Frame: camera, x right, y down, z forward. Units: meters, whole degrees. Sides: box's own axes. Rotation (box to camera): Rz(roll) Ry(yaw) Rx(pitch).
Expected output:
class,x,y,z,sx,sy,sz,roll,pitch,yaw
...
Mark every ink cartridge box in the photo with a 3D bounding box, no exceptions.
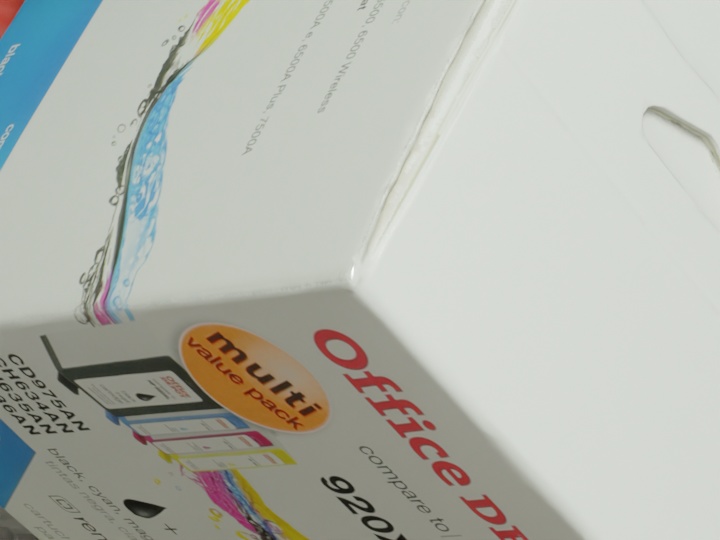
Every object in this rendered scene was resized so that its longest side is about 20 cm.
class,x,y,z,sx,sy,sz,roll,pitch,yaw
ink cartridge box,0.000,0.000,0.695,0.147,0.200,0.145,46,56,-31

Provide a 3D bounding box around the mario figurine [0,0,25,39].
class,x,y,z,sx,sy,sz,roll,pitch,yaw
mario figurine,-0.138,-0.061,0.800,0.123,0.106,0.201,23,60,-54
